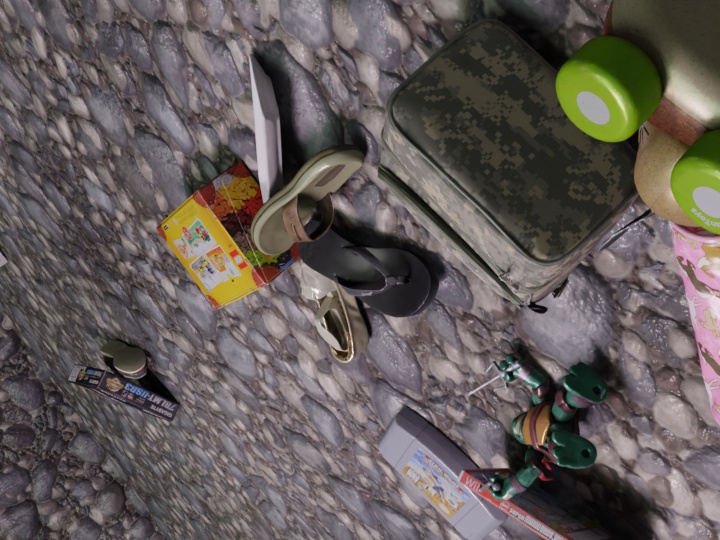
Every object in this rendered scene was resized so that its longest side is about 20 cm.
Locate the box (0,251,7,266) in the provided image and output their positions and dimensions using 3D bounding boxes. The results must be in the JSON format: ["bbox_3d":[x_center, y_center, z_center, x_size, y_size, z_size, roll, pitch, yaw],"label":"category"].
[{"bbox_3d":[-1.058,-0.078,2.335,0.199,0.131,0.200,11,134,48],"label":"box"}]

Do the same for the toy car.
[{"bbox_3d":[0.207,-0.090,0.568,0.158,0.164,0.200,42,162,13],"label":"toy car"}]

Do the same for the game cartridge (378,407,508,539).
[{"bbox_3d":[0.113,0.283,1.235,0.200,0.041,0.134,42,154,14],"label":"game cartridge"}]

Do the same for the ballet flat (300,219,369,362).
[{"bbox_3d":[-0.039,0.033,1.124,0.069,0.069,0.202,15,136,45],"label":"ballet flat"}]

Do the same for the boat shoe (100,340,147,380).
[{"bbox_3d":[-0.517,0.209,1.974,0.199,0.071,0.063,14,125,53],"label":"boat shoe"}]

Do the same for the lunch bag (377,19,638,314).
[{"bbox_3d":[0.113,-0.071,0.735,0.200,0.139,0.168,45,167,10],"label":"lunch bag"}]

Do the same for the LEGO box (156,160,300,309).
[{"bbox_3d":[-0.181,-0.042,1.220,0.150,0.077,0.199,54,150,-8],"label":"LEGO box"}]

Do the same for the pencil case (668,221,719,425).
[{"bbox_3d":[0.283,0.028,0.658,0.086,0.083,0.201,5,127,44],"label":"pencil case"}]

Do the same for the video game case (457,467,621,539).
[{"bbox_3d":[0.220,0.283,1.015,0.199,0.018,0.143,28,-175,33],"label":"video game case"}]

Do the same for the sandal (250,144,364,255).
[{"bbox_3d":[-0.059,-0.065,0.987,0.201,0.079,0.058,-42,71,48],"label":"sandal"}]

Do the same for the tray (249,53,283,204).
[{"bbox_3d":[-0.105,-0.137,1.027,0.201,0.022,0.108,93,165,-50],"label":"tray"}]

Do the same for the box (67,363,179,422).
[{"bbox_3d":[-0.536,0.275,2.020,0.199,0.050,0.198,32,163,-33],"label":"box"}]

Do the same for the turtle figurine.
[{"bbox_3d":[0.185,0.161,0.937,0.200,0.099,0.152,138,131,-69],"label":"turtle figurine"}]

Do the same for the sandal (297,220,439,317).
[{"bbox_3d":[0.000,0.001,1.014,0.199,0.043,0.077,21,105,34],"label":"sandal"}]
